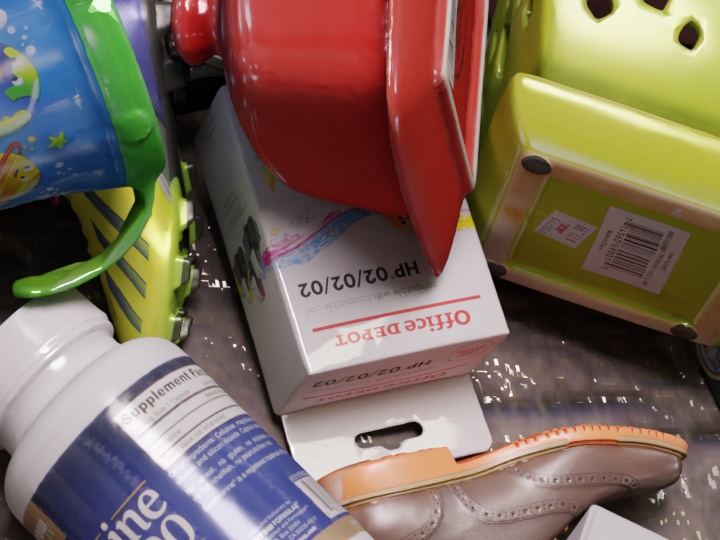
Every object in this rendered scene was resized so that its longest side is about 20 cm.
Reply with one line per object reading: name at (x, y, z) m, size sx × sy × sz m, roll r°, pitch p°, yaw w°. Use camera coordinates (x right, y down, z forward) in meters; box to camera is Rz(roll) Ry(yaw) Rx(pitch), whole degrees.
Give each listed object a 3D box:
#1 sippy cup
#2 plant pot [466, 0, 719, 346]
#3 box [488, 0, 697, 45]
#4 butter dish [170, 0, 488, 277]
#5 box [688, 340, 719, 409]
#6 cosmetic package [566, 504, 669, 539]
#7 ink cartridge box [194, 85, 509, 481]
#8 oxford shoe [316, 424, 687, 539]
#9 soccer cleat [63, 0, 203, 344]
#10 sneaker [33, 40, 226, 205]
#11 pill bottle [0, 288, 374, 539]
sippy cup at (-0.173, -0.083, 1.118) m, size 0.130 × 0.140 × 0.179 m, roll -23°, pitch 70°, yaw -9°
plant pot at (0.158, -0.082, 1.275) m, size 0.198 × 0.200 × 0.182 m, roll 19°, pitch 63°, yaw -1°
box at (0.158, -0.263, 1.461) m, size 0.165 × 0.164 × 0.201 m, roll 1°, pitch 56°, yaw -23°
butter dish at (-0.019, -0.120, 1.182) m, size 0.147 × 0.200 × 0.201 m, roll 2°, pitch 67°, yaw 9°
box at (0.274, 0.057, 1.361) m, size 0.159 × 0.044 × 0.201 m, roll -8°, pitch 60°, yaw -26°
cosmetic package at (0.174, 0.204, 1.185) m, size 0.199 × 0.102 × 0.071 m, roll 26°, pitch 51°, yaw -3°
ink cartridge box at (0.000, 0.000, 1.257) m, size 0.114 × 0.068 × 0.201 m, roll -11°, pitch 73°, yaw -22°
oxford shoe at (0.077, 0.123, 1.237) m, size 0.199 × 0.071 × 0.073 m, roll -8°, pitch 77°, yaw -18°
soccer cleat at (-0.124, -0.047, 1.234) m, size 0.083 × 0.065 × 0.202 m, roll -3°, pitch 98°, yaw 2°
sneaker at (-0.150, -0.075, 1.284) m, size 0.199 × 0.080 × 0.087 m, roll -13°, pitch 68°, yaw -15°
pill bottle at (-0.095, 0.103, 1.148) m, size 0.200 × 0.111 × 0.111 m, roll 43°, pitch 53°, yaw 12°
